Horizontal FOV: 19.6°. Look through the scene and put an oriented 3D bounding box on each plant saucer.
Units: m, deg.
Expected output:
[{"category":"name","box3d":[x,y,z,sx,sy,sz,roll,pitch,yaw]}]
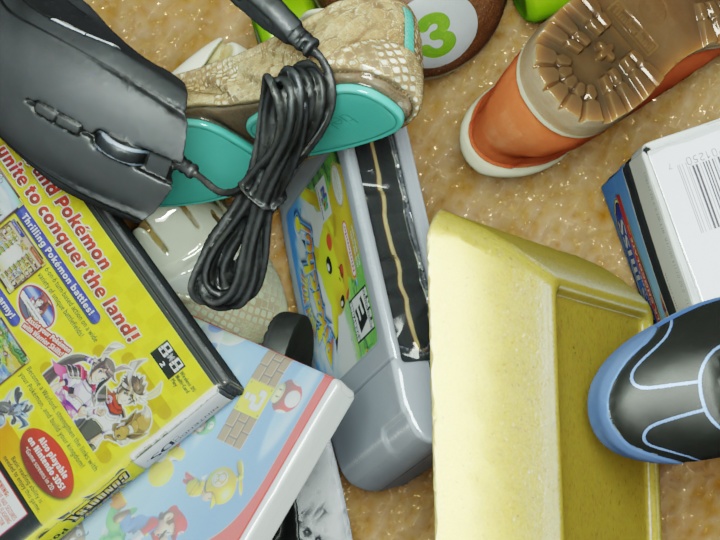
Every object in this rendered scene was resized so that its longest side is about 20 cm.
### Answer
[{"category":"plant saucer","box3d":[0.094,0.080,0.958,0.048,0.200,0.200,-5,82,25]}]

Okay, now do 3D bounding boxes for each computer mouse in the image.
[{"category":"computer mouse","box3d":[-0.102,-0.085,0.903,0.200,0.046,0.140,42,120,22]}]

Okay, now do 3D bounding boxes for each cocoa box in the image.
[{"category":"cocoa box","box3d":[0.236,-0.021,1.007,0.200,0.131,0.133,-19,87,-4]}]

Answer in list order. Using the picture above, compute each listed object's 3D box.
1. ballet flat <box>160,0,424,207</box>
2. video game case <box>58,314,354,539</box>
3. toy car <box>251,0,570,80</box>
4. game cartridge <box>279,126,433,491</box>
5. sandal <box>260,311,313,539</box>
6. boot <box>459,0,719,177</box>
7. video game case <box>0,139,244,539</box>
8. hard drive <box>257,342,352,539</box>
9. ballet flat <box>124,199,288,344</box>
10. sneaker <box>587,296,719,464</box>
[{"category":"ballet flat","box3d":[-0.045,-0.078,0.947,0.071,0.200,0.065,38,55,-38]},{"category":"video game case","box3d":[-0.112,0.083,0.967,0.200,0.017,0.143,21,75,39]},{"category":"toy car","box3d":[0.018,-0.183,0.989,0.164,0.200,0.158,-17,83,-3]},{"category":"game cartridge","box3d":[0.000,0.000,0.996,0.040,0.133,0.200,-9,75,-14]},{"category":"sandal","box3d":[-0.048,0.117,0.968,0.045,0.075,0.200,17,79,12]},{"category":"boot","box3d":[0.130,-0.114,1.048,0.200,0.107,0.075,-34,85,-33]},{"category":"video game case","box3d":[-0.179,0.034,0.964,0.181,0.026,0.200,-39,69,4]},{"category":"hard drive","box3d":[-0.070,0.142,1.024,0.135,0.042,0.200,-11,82,-3]},{"category":"ballet flat","box3d":[-0.112,-0.038,1.037,0.067,0.062,0.200,-40,85,-5]},{"category":"sneaker","box3d":[0.198,0.037,0.895,0.200,0.078,0.070,-16,90,-4]}]
